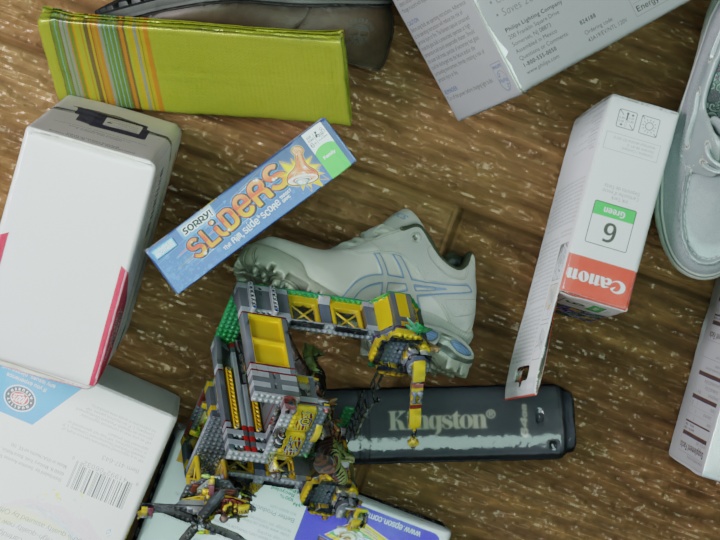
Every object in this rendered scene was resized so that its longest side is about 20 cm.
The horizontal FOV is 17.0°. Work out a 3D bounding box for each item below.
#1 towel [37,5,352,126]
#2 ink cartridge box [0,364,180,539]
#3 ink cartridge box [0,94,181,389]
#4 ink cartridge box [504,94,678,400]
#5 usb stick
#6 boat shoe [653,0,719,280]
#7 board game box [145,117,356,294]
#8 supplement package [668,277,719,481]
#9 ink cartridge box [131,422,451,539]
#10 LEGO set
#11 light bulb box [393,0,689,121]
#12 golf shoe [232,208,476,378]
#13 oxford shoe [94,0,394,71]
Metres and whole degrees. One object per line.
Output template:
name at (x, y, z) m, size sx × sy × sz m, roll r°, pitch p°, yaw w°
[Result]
towel at (-0.106, -0.132, 1.557) m, size 0.200 × 0.086 × 0.018 m, roll 5°, pitch 55°, yaw 8°
ink cartridge box at (-0.214, 0.154, 1.556) m, size 0.129 × 0.125 × 0.200 m, roll 24°, pitch 92°, yaw -4°
ink cartridge box at (-0.175, -0.023, 1.506) m, size 0.084 × 0.200 × 0.145 m, roll 16°, pitch 99°, yaw -2°
ink cartridge box at (0.149, -0.008, 1.567) m, size 0.050 × 0.109 × 0.200 m, roll 15°, pitch 84°, yaw -6°
usb stick at (0.044, 0.103, 1.612) m, size 0.200 × 0.033 × 0.055 m, roll -1°, pitch 63°, yaw -4°
boat shoe at (0.233, -0.090, 1.529) m, size 0.070 × 0.072 × 0.201 m, roll 10°, pitch 99°, yaw -2°
board game box at (-0.069, -0.041, 1.518) m, size 0.135 × 0.200 × 0.034 m, roll -37°, pitch 93°, yaw -2°
supplement package at (0.291, 0.048, 1.591) m, size 0.114 × 0.110 × 0.200 m, roll 14°, pitch 92°, yaw -5°
ink cartridge box at (-0.067, 0.229, 1.610) m, size 0.198 × 0.043 × 0.200 m, roll 22°, pitch 89°, yaw -4°
LEGO set at (-0.036, 0.106, 1.484) m, size 0.154 × 0.116 × 0.200 m, roll 16°, pitch 127°, yaw -24°
light bulb box at (0.112, -0.233, 1.535) m, size 0.198 × 0.125 × 0.200 m, roll -29°, pitch 94°, yaw -19°
golf shoe at (0.000, 0.000, 1.563) m, size 0.200 × 0.078 × 0.097 m, roll 25°, pitch 75°, yaw -43°
oxford shoe at (-0.077, -0.152, 1.578) m, size 0.200 × 0.073 × 0.084 m, roll -1°, pitch 100°, yaw -1°
